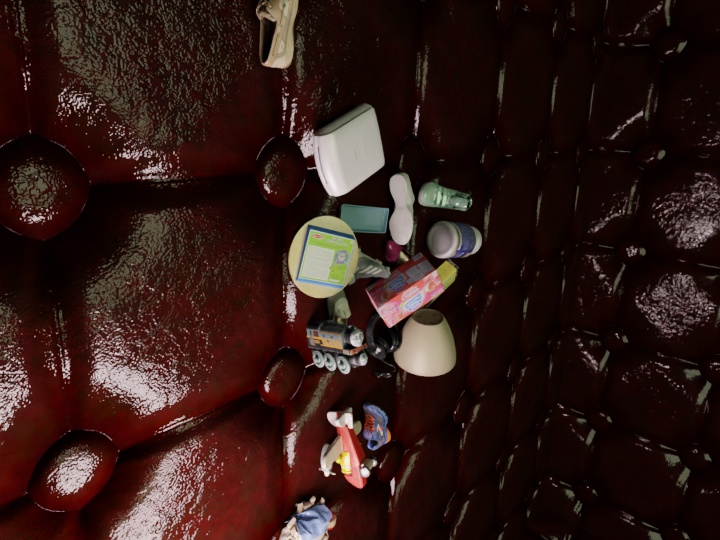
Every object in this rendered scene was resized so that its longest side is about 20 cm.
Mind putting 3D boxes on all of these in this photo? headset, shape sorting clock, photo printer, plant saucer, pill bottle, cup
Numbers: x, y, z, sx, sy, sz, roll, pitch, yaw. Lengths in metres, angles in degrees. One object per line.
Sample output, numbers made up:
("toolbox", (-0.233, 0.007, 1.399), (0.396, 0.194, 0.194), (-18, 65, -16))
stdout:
("headset", (0.062, 0.224, 1.568), (0.122, 0.093, 0.205), (-20, 102, -45))
("shape sorting clock", (-0.090, -0.034, 1.285), (0.196, 0.039, 0.205), (-10, 109, -31))
("photo printer", (-0.031, -0.289, 1.265), (0.199, 0.069, 0.169), (-40, 130, -35))
("plant saucer", (0.007, -0.139, 1.403), (0.198, 0.019, 0.072), (-3, 105, -51))
("pill bottle", (0.313, -0.100, 1.711), (0.198, 0.114, 0.119), (-3, 105, -49))
("cup", (0.202, 0.206, 1.601), (0.199, 0.198, 0.146), (-26, 127, -42))

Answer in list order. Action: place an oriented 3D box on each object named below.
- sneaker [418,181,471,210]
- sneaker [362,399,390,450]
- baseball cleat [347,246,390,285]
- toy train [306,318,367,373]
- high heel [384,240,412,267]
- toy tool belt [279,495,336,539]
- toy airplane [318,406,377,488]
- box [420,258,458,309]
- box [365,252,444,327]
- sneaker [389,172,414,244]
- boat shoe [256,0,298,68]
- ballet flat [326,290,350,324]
("sneaker", (0.270, -0.228, 1.613), (0.198, 0.117, 0.076), (-5, 108, -48))
("sneaker", (0.042, 0.486, 1.613), (0.078, 0.074, 0.203), (-39, 128, -31))
("baseball cleat", (0.000, 0.000, 1.413), (0.198, 0.069, 0.108), (30, 85, -41))
("toy train", (-0.060, 0.184, 1.297), (0.084, 0.198, 0.117), (-17, 102, -39))
("high heel", (0.146, -0.025, 1.547), (0.200, 0.095, 0.068), (42, 70, -48))
("toy tool belt", (-0.132, 0.692, 1.430), (0.198, 0.124, 0.126), (-13, 121, -48))
("toy airplane", (-0.053, 0.493, 1.469), (0.200, 0.139, 0.202), (44, 31, -39))
("box", (0.231, 0.055, 1.666), (0.199, 0.050, 0.076), (-42, 154, -18))
("box", (0.127, 0.056, 1.489), (0.198, 0.100, 0.096), (-33, 131, -4))
("sneaker", (0.130, -0.180, 1.500), (0.088, 0.074, 0.205), (-28, 120, -60))
("boat shoe", (-0.168, -0.509, 1.023), (0.064, 0.070, 0.205), (-18, 117, -47))
("ballet flat", (-0.051, 0.132, 1.385), (0.067, 0.063, 0.205), (-15, 113, -47))
